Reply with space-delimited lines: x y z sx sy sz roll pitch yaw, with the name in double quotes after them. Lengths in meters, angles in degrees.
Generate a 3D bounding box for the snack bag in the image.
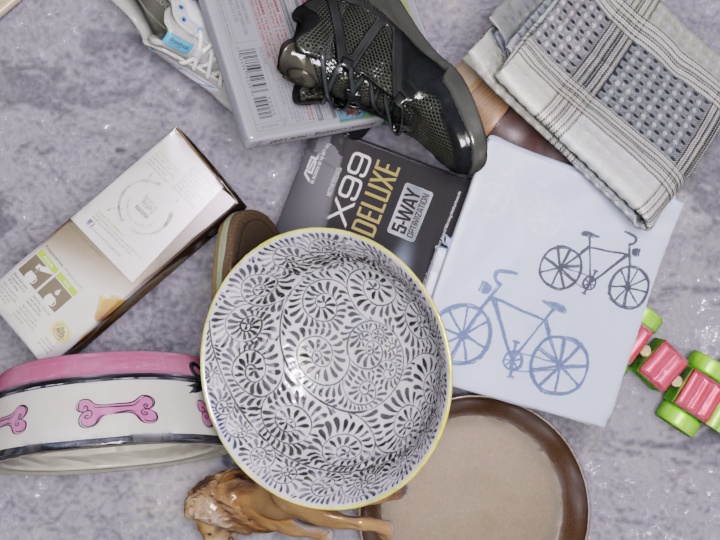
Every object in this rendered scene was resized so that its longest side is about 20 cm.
0.141 0.009 1.051 0.187 0.021 0.202 16 98 -18 "snack bag"

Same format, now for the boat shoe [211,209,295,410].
-0.095 0.055 1.072 0.071 0.076 0.202 -2 86 -38 "boat shoe"

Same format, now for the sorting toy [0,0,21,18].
-0.319 -0.320 1.121 0.200 0.036 0.185 -41 92 -1 "sorting toy"

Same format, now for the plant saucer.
0.096 0.206 1.151 0.198 0.032 0.203 0 90 -2 "plant saucer"

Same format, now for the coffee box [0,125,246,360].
-0.194 -0.018 1.094 0.200 0.114 0.080 -41 92 0 "coffee box"

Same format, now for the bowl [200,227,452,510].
-0.011 0.068 0.996 0.199 0.094 0.203 1 93 23 "bowl"

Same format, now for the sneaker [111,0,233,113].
-0.130 -0.181 1.099 0.199 0.087 0.075 38 113 0 "sneaker"

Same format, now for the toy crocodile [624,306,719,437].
0.257 0.083 1.139 0.199 0.062 0.068 37 90 -3 "toy crocodile"

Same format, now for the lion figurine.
-0.057 0.183 1.083 0.122 0.200 0.073 20 59 -22 "lion figurine"

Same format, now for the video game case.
-0.038 -0.205 1.086 0.180 0.022 0.202 -13 76 -24 "video game case"

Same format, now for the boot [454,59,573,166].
0.177 -0.144 1.108 0.166 0.072 0.200 46 69 1 "boot"

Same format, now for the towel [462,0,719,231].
0.198 -0.159 1.053 0.200 0.035 0.193 42 60 -1 "towel"

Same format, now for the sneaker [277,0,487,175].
0.009 -0.135 1.013 0.114 0.076 0.200 -26 66 -20 "sneaker"

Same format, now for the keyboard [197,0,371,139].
-0.049 -0.201 1.103 0.200 0.104 0.040 42 131 -3 "keyboard"

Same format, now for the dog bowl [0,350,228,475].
-0.201 0.114 1.064 0.198 0.200 0.075 -5 78 -2 "dog bowl"

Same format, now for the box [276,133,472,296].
0.000 0.000 1.097 0.157 0.050 0.202 24 93 27 "box"
